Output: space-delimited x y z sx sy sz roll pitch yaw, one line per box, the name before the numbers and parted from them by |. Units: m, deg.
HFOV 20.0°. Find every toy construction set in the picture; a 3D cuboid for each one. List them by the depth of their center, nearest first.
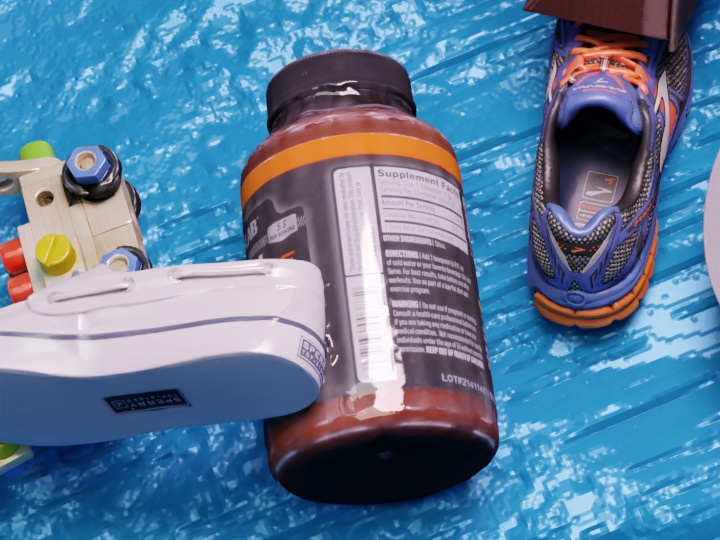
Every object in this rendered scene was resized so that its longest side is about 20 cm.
toy construction set | -0.165 0.004 0.983 0.131 0.092 0.200 -20 75 0

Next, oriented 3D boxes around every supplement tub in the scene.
supplement tub | 0.000 0.000 0.943 0.107 0.107 0.200 -10 64 5

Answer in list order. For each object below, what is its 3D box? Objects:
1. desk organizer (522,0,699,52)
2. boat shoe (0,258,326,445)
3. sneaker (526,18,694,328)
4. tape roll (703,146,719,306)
desk organizer | 0.148 -0.202 0.995 0.077 0.072 0.200 15 49 19
boat shoe | -0.109 0.031 0.888 0.200 0.074 0.065 -3 55 12
sneaker | 0.120 -0.075 0.970 0.075 0.078 0.200 2 64 9
tape roll | 0.252 -0.027 0.889 0.200 0.066 0.200 -20 55 32
